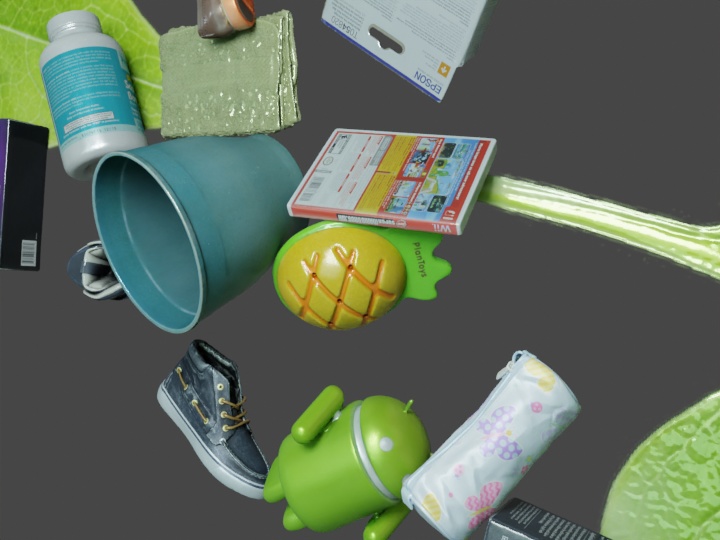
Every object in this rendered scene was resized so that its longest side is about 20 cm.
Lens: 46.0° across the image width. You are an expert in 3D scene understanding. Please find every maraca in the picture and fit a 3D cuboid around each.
[{"bbox_3d":[0.000,0.000,0.936,0.197,0.108,0.138,-13,125,10],"label":"maraca"}]

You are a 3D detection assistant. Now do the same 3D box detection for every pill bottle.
[{"bbox_3d":[-0.347,-0.226,1.093,0.109,0.110,0.203,-20,81,22],"label":"pill bottle"}]

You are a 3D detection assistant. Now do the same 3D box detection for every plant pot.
[{"bbox_3d":[-0.165,-0.061,0.948,0.199,0.187,0.203,25,129,36],"label":"plant pot"}]

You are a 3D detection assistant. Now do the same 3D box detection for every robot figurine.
[{"bbox_3d":[-0.010,0.211,0.929,0.198,0.116,0.177,-27,105,19],"label":"robot figurine"}]

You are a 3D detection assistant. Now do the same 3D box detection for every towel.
[{"bbox_3d":[-0.165,-0.236,1.055,0.197,0.036,0.151,-2,88,23],"label":"towel"}]

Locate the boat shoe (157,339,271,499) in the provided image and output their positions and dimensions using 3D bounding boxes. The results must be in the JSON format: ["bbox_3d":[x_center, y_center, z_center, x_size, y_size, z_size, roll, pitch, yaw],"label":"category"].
[{"bbox_3d":[-0.162,0.176,1.020,0.200,0.071,0.091,42,108,21],"label":"boat shoe"}]

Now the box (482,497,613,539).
[{"bbox_3d":[0.208,0.340,0.834,0.198,0.107,0.151,19,96,24],"label":"box"}]

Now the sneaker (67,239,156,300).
[{"bbox_3d":[-0.322,-0.005,1.059,0.199,0.146,0.078,1,91,25],"label":"sneaker"}]

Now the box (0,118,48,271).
[{"bbox_3d":[-0.520,-0.105,1.186,0.139,0.079,0.204,3,90,26],"label":"box"}]

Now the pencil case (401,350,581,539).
[{"bbox_3d":[0.131,0.177,0.852,0.200,0.091,0.083,-48,33,-5],"label":"pencil case"}]

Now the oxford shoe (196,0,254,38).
[{"bbox_3d":[-0.180,-0.374,1.031,0.072,0.071,0.203,-17,65,20],"label":"oxford shoe"}]

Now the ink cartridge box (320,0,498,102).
[{"bbox_3d":[0.061,-0.324,0.939,0.199,0.040,0.202,39,128,20],"label":"ink cartridge box"}]

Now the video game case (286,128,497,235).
[{"bbox_3d":[0.035,-0.101,0.921,0.197,0.018,0.144,8,47,24],"label":"video game case"}]
